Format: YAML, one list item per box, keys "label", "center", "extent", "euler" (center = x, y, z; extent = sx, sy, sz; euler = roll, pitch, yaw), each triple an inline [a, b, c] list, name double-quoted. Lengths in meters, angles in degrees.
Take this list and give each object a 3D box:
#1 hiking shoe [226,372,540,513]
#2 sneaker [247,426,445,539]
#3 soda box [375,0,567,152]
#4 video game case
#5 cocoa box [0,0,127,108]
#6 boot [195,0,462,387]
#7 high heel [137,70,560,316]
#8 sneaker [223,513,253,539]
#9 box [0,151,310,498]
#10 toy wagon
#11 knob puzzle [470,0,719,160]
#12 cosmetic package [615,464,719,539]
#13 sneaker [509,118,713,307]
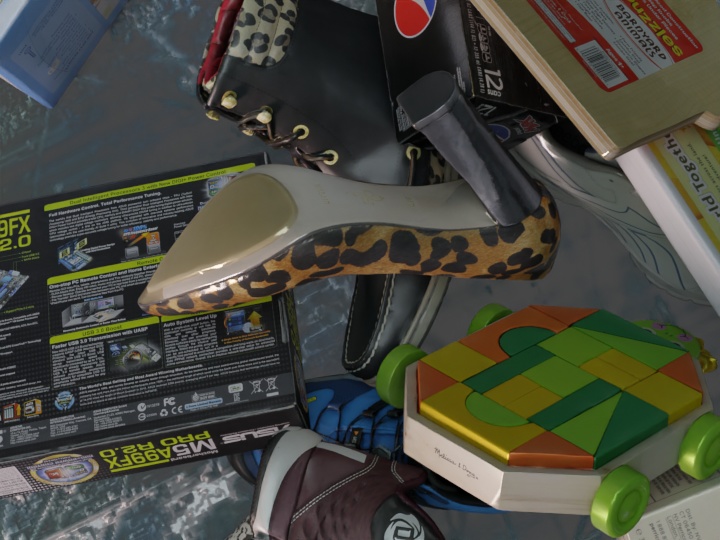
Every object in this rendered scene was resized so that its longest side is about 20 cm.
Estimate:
- label: "hiking shoe"
  center: [0.023, 0.090, 0.900]
  extent: [0.198, 0.087, 0.075]
  euler: [1, 83, 5]
- label: "sneaker"
  center: [-0.007, 0.183, 0.827]
  extent: [0.114, 0.076, 0.202]
  euler: [9, 80, 4]
- label: "soda box"
  center: [0.049, -0.163, 0.881]
  extent: [0.063, 0.070, 0.202]
  euler: [-26, 64, 45]
- label: "video game case"
  center: [0.230, -0.034, 0.870]
  extent: [0.181, 0.023, 0.201]
  euler: [-21, 72, -34]
- label: "cocoa box"
  center: [-0.180, -0.215, 0.934]
  extent: [0.131, 0.133, 0.201]
  euler: [34, 87, 7]
- label: "boot"
  center: [-0.021, -0.053, 0.900]
  extent: [0.153, 0.073, 0.205]
  euler: [19, 77, -22]
- label: "high heel"
  center: [0.000, 0.000, 0.849]
  extent: [0.199, 0.143, 0.072]
  euler: [-30, 43, 14]
- label: "sneaker"
  center: [-0.014, 0.205, 0.884]
  extent: [0.200, 0.077, 0.089]
  euler: [40, 107, 8]
- label: "box"
  center: [-0.134, 0.030, 0.916]
  extent: [0.198, 0.044, 0.161]
  euler: [-11, 59, 3]
- label: "toy wagon"
  center: [0.112, 0.060, 0.858]
  extent: [0.155, 0.199, 0.040]
  euler: [28, 127, 38]
- label: "knob puzzle"
  center: [0.111, -0.143, 0.851]
  extent: [0.220, 0.219, 0.030]
  euler: [49, 129, 9]
- label: "cosmetic package"
  center: [0.229, 0.112, 0.867]
  extent: [0.199, 0.105, 0.072]
  euler: [-22, 95, 3]
- label: "sneaker"
  center: [0.155, -0.043, 0.905]
  extent: [0.199, 0.087, 0.075]
  euler: [30, 85, 7]
